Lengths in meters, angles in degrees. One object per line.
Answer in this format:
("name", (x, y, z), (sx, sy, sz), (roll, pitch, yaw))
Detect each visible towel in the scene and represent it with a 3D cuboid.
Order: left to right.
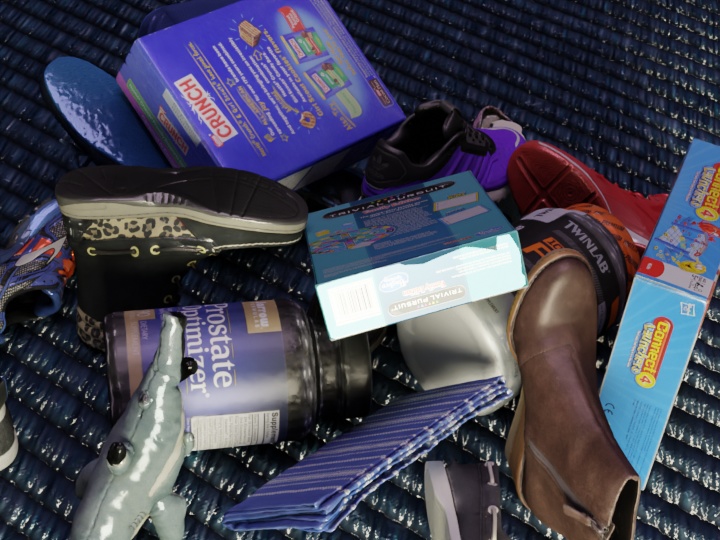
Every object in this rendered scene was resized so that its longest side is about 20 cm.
("towel", (0.005, 0.138, 1.060), (0.200, 0.024, 0.145), (-30, 7, -35))

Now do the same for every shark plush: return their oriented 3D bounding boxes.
("shark plush", (-0.149, 0.128, 0.997), (0.091, 0.201, 0.083), (37, 19, 12))

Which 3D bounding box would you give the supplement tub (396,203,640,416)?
("supplement tub", (0.136, 0.025, 1.190), (0.200, 0.123, 0.122), (-31, 49, -35))

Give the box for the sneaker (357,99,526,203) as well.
("sneaker", (0.083, -0.107, 1.270), (0.200, 0.100, 0.069), (-25, 44, -38))

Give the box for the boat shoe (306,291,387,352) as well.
("boat shoe", (0.000, 0.000, 1.250), (0.074, 0.074, 0.200), (12, 39, 11))

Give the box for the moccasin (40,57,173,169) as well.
("moccasin", (-0.218, -0.103, 1.298), (0.200, 0.068, 0.080), (48, 57, 3))

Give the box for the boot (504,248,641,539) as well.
("boot", (0.163, 0.102, 1.027), (0.072, 0.201, 0.166), (-2, 24, -19))

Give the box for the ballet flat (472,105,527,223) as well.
("ballet flat", (0.156, -0.094, 1.383), (0.069, 0.071, 0.200), (-16, 42, -15))

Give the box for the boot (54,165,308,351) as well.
("boot", (-0.146, -0.005, 1.181), (0.202, 0.154, 0.074), (5, 34, 0))

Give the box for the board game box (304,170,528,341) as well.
("board game box", (0.036, -0.017, 1.118), (0.150, 0.047, 0.200), (-15, 17, -1))

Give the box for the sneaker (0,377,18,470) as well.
("sneaker", (-0.329, 0.059, 1.118), (0.073, 0.112, 0.200), (-25, 47, -33))

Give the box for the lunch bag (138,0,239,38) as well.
("lunch bag", (-0.123, -0.189, 1.428), (0.199, 0.136, 0.132), (-21, 44, -29))

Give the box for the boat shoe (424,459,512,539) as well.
("boat shoe", (0.089, 0.206, 1.004), (0.060, 0.074, 0.200), (-6, 31, -5))

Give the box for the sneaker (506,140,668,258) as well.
("sneaker", (0.224, -0.054, 1.315), (0.200, 0.078, 0.116), (46, 33, -1))

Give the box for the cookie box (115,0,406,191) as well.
("cookie box", (-0.089, -0.155, 1.291), (0.199, 0.075, 0.172), (-27, 78, -34))

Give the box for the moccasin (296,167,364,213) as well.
("moccasin", (-0.088, -0.076, 1.336), (0.199, 0.081, 0.068), (6, 43, 5))

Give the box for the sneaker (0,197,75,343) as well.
("sneaker", (-0.277, 0.004, 1.239), (0.078, 0.076, 0.200), (38, 51, 16))

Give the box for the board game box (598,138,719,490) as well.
("board game box", (0.241, 0.033, 1.126), (0.056, 0.201, 0.196), (19, 41, 14))

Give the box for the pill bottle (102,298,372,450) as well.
("pill bottle", (-0.096, 0.080, 1.111), (0.199, 0.112, 0.112), (-5, 39, -10))
